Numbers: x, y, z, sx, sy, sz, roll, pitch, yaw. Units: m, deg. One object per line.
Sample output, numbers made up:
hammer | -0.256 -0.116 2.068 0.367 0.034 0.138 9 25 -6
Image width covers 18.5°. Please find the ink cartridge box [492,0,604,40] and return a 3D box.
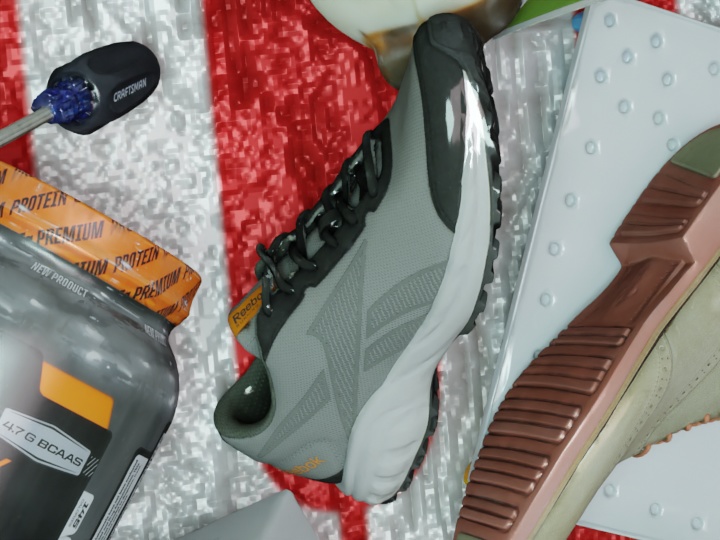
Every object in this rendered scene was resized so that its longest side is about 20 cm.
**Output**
ink cartridge box | 0.163 -0.129 0.796 0.200 0.148 0.076 -45 106 -24

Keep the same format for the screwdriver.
screwdriver | -0.106 -0.050 0.714 0.028 0.200 0.029 34 107 4

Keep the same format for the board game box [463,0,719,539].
board game box | 0.152 0.013 0.884 0.199 0.026 0.201 15 88 -19

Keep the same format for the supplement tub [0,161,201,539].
supplement tub | -0.140 0.068 0.735 0.122 0.122 0.201 29 83 -18

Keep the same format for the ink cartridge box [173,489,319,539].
ink cartridge box | -0.040 0.180 0.705 0.083 0.200 0.146 -27 100 16

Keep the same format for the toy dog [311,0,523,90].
toy dog | -0.019 -0.135 0.750 0.199 0.194 0.140 21 42 -35

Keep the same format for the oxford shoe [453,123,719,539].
oxford shoe | 0.109 0.044 0.822 0.074 0.071 0.200 39 81 -20

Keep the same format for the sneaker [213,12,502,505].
sneaker | 0.000 0.000 0.770 0.079 0.074 0.201 11 125 -10
